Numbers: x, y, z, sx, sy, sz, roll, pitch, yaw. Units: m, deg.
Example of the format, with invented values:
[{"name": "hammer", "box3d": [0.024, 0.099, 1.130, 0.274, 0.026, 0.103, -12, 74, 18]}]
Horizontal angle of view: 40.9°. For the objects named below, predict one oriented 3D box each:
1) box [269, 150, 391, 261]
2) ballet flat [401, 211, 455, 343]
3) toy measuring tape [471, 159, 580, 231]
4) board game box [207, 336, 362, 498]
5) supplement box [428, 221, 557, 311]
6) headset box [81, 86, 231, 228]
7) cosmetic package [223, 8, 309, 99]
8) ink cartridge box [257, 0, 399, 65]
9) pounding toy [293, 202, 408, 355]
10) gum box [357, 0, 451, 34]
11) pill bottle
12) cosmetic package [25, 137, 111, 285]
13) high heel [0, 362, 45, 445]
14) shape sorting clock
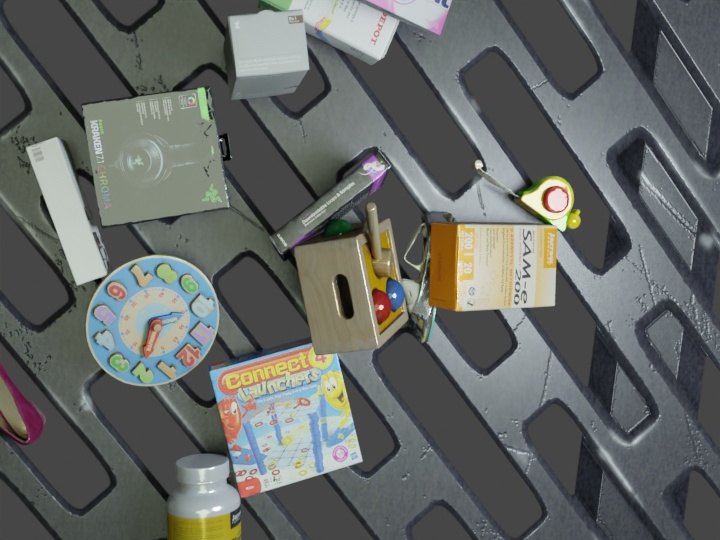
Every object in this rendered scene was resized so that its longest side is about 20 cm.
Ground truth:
[{"name": "box", "box3d": [-0.046, -0.091, 1.409, 0.199, 0.143, 0.036, -40, 89, -5]}, {"name": "ballet flat", "box3d": [0.093, 0.006, 1.480, 0.071, 0.072, 0.205, 13, 87, -10]}, {"name": "toy measuring tape", "box3d": [0.266, -0.133, 1.497, 0.198, 0.074, 0.074, 34, 88, -11]}, {"name": "board game box", "box3d": [-0.114, 0.217, 1.465, 0.196, 0.056, 0.200, -15, 97, -8]}, {"name": "supplement box", "box3d": [0.202, -0.008, 1.458, 0.196, 0.073, 0.129, -2, 95, -33]}, {"name": "headset box", "box3d": [-0.285, -0.163, 1.390, 0.195, 0.093, 0.178, -9, 96, -9]}, {"name": "cosmetic package", "box3d": [-0.135, -0.299, 1.350, 0.104, 0.200, 0.092, -8, 95, -8]}, {"name": "ink cartridge box", "box3d": [-0.034, -0.414, 1.417, 0.197, 0.084, 0.147, 24, 90, -11]}, {"name": "pounding toy", "box3d": [0.000, 0.000, 1.376, 0.139, 0.184, 0.205, -8, 100, 21]}, {"name": "gum box", "box3d": [0.052, -0.411, 1.322, 0.198, 0.066, 0.116, 11, 104, -43]}, {"name": "pill bottle", "box3d": [-0.231, 0.382, 1.429, 0.109, 0.112, 0.205, -2, 95, -9]}, {"name": "cosmetic package", "box3d": [-0.414, -0.085, 1.380, 0.050, 0.082, 0.204, -20, 98, -9]}, {"name": "high heel", "box3d": [-0.533, 0.172, 1.371, 0.067, 0.096, 0.201, -42, 100, -4]}, {"name": "shape sorting clock", "box3d": [-0.301, 0.075, 1.409, 0.196, 0.039, 0.204, -11, 115, -24]}]
